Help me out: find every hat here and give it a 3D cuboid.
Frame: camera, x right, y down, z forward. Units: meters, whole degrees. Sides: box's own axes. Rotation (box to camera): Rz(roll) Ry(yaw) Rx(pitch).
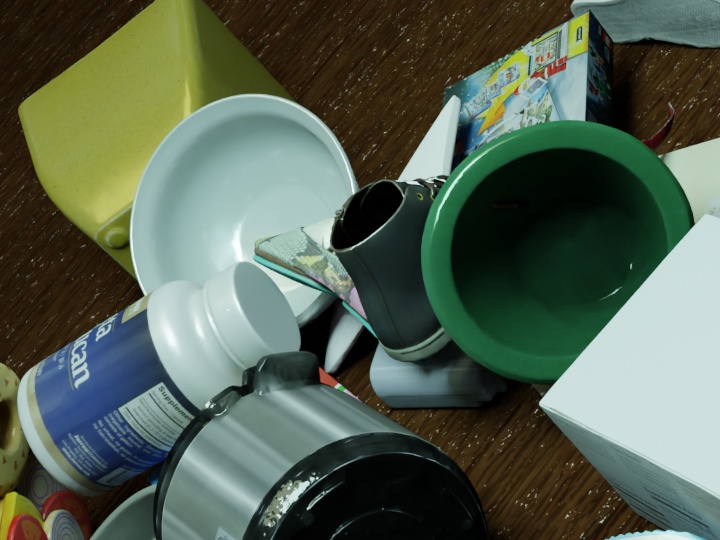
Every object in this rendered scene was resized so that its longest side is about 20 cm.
[{"bbox_3d":[0.143,-0.013,1.428,0.199,0.166,0.176,-17,-3,4],"label":"hat"}]

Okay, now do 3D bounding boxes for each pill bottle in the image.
[{"bbox_3d":[-0.146,0.076,1.579,0.200,0.111,0.111,-31,30,21],"label":"pill bottle"}]

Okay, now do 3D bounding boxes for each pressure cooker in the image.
[{"bbox_3d":[-0.034,0.158,1.338,0.176,0.179,0.200,-51,29,-9],"label":"pressure cooker"}]

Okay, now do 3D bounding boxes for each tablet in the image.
[{"bbox_3d":[0.023,-0.026,1.601,0.130,0.014,0.200,-79,16,-48],"label":"tablet"}]

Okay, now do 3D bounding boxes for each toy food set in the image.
[{"bbox_3d":[-0.258,0.183,1.587,0.048,0.198,0.201,-15,47,17],"label":"toy food set"}]

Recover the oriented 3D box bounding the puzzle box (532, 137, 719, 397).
[{"bbox_3d":[0.197,-0.004,1.428,0.133,0.025,0.200,-15,39,41],"label":"puzzle box"}]

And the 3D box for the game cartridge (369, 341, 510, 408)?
[{"bbox_3d":[0.088,0.012,1.537,0.133,0.040,0.200,-10,42,51],"label":"game cartridge"}]

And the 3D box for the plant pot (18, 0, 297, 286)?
[{"bbox_3d":[-0.156,-0.082,1.829,0.195,0.194,0.200,-35,35,13],"label":"plant pot"}]

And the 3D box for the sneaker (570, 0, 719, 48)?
[{"bbox_3d":[0.251,-0.233,1.626,0.116,0.074,0.200,-53,28,-13],"label":"sneaker"}]

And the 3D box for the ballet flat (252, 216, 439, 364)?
[{"bbox_3d":[0.000,0.000,1.524,0.200,0.069,0.071,31,97,48],"label":"ballet flat"}]

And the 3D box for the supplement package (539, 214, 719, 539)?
[{"bbox_3d":[0.227,0.077,1.185,0.156,0.111,0.200,-47,29,-9],"label":"supplement package"}]

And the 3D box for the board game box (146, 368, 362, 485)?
[{"bbox_3d":[-0.060,0.143,1.536,0.153,0.040,0.200,-46,28,-6],"label":"board game box"}]

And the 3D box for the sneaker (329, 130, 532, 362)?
[{"bbox_3d":[0.061,-0.045,1.412,0.075,0.106,0.200,5,48,40],"label":"sneaker"}]

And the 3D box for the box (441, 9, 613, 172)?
[{"bbox_3d":[0.119,-0.097,1.572,0.136,0.038,0.200,-28,30,26],"label":"box"}]

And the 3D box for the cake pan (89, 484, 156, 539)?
[{"bbox_3d":[-0.154,0.246,1.473,0.200,0.037,0.201,-38,35,34],"label":"cake pan"}]

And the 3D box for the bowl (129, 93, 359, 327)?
[{"bbox_3d":[-0.074,-0.032,1.672,0.200,0.090,0.202,-4,81,26],"label":"bowl"}]

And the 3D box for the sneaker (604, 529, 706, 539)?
[{"bbox_3d":[0.129,0.207,1.182,0.200,0.076,0.081,-31,38,33],"label":"sneaker"}]
